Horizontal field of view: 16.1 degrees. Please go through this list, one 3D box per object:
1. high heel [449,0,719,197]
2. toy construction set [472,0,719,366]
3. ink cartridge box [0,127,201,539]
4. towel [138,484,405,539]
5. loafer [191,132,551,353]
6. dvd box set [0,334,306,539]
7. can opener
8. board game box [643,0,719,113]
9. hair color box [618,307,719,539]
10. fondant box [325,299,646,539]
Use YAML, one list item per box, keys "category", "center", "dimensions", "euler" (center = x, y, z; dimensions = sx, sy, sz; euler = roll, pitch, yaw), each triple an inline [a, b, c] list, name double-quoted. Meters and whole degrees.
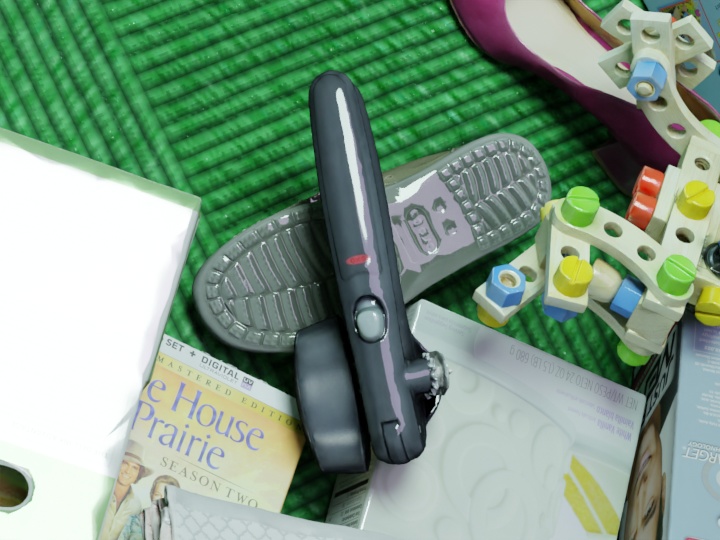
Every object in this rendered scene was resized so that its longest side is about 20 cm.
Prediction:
- category: "high heel"
  center: [0.124, -0.128, 1.405]
  dimensions: [0.067, 0.096, 0.200]
  euler: [-37, 93, -30]
- category: "toy construction set"
  center: [0.147, -0.038, 1.312]
  dimensions: [0.131, 0.092, 0.201]
  euler: [21, 63, 1]
- category: "ink cartridge box"
  center: [-0.171, 0.035, 1.211]
  dimensions: [0.145, 0.048, 0.201]
  euler: [19, 68, -11]
- category: "towel"
  center: [0.001, 0.182, 1.164]
  dimensions: [0.199, 0.032, 0.191]
  euler: [16, 29, -21]
- category: "loafer"
  center: [0.004, -0.012, 1.332]
  dimensions: [0.199, 0.070, 0.075]
  euler: [-21, 95, -15]
- category: "dvd box set"
  center: [-0.118, 0.128, 1.247]
  dimensions: [0.146, 0.029, 0.201]
  euler: [28, 65, -16]
- category: "can opener"
  center: [0.000, 0.000, 1.258]
  dimensions: [0.078, 0.063, 0.201]
  euler: [-6, 89, -2]
- category: "board game box"
  center: [0.218, -0.205, 1.469]
  dimensions: [0.103, 0.105, 0.200]
  euler: [-28, 90, -30]
- category: "hair color box"
  center: [0.177, 0.106, 1.330]
  dimensions: [0.060, 0.099, 0.201]
  euler: [12, 54, -5]
- category: "fondant box"
  center: [0.058, 0.135, 1.318]
  dimensions: [0.144, 0.058, 0.201]
  euler: [23, 67, -19]
